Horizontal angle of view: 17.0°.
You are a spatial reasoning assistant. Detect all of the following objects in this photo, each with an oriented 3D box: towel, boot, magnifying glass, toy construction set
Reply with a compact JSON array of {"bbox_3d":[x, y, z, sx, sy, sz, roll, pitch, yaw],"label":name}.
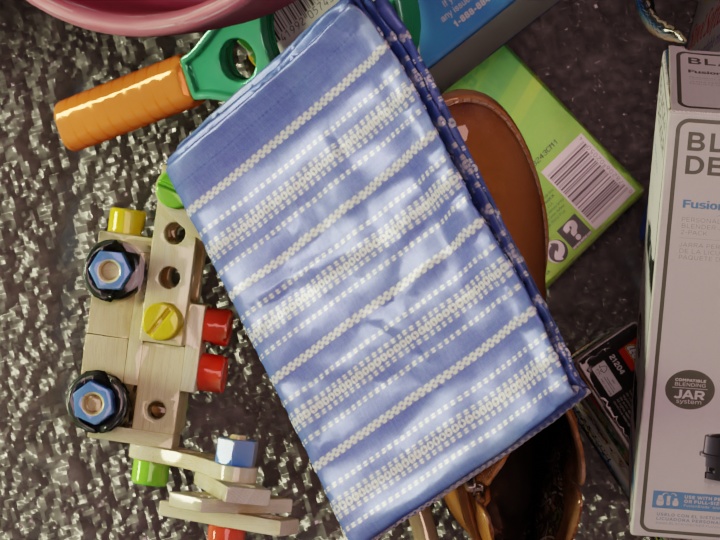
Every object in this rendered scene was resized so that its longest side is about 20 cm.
[{"bbox_3d":[0.000,0.000,1.028,0.145,0.024,0.201,-37,73,33],"label":"towel"},{"bbox_3d":[0.058,0.031,1.068,0.076,0.155,0.202,0,107,-7],"label":"boot"},{"bbox_3d":[-0.059,-0.093,1.083,0.199,0.022,0.080,-17,93,35],"label":"magnifying glass"},{"bbox_3d":[-0.067,0.031,1.123,0.130,0.092,0.202,7,76,5],"label":"toy construction set"}]

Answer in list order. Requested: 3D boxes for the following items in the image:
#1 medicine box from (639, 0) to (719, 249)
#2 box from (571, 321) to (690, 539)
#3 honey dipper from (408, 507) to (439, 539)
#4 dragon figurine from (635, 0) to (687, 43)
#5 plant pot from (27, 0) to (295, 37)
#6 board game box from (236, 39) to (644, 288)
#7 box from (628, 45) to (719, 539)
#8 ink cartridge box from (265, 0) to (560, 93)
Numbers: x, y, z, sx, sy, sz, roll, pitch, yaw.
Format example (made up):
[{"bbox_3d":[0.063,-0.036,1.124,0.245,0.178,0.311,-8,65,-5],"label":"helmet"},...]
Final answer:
[{"bbox_3d":[0.212,-0.102,1.100,0.102,0.182,0.202,14,85,-2],"label":"medicine box"},{"bbox_3d":[0.160,0.119,1.117,0.035,0.110,0.201,-33,88,-5],"label":"box"},{"bbox_3d":[0.030,0.116,1.151,0.038,0.038,0.202,-13,83,-3],"label":"honey dipper"},{"bbox_3d":[0.146,-0.192,1.073,0.058,0.100,0.201,16,44,12],"label":"dragon figurine"},{"bbox_3d":[-0.050,-0.199,0.962,0.199,0.179,0.202,6,103,26],"label":"plant pot"},{"bbox_3d":[0.035,-0.077,1.168,0.095,0.030,0.200,-43,90,-5],"label":"board game box"},{"bbox_3d":[0.172,0.014,0.986,0.116,0.060,0.201,5,119,4],"label":"box"},{"bbox_3d":[-0.005,-0.180,1.093,0.144,0.085,0.201,-36,84,30],"label":"ink cartridge box"}]
